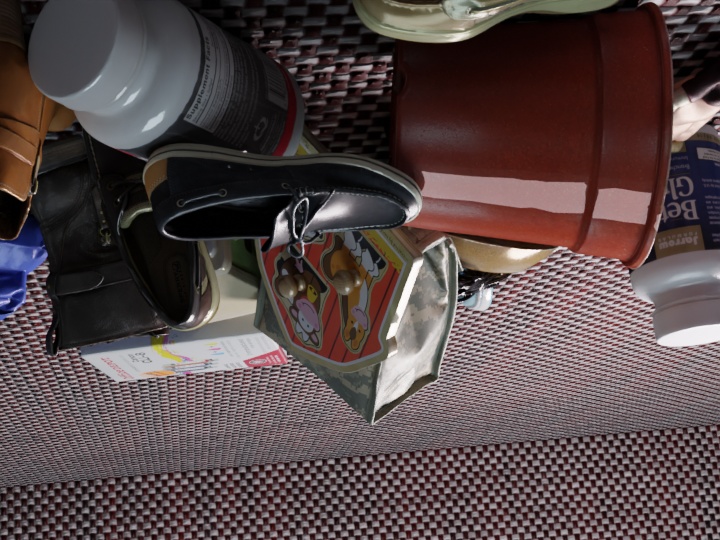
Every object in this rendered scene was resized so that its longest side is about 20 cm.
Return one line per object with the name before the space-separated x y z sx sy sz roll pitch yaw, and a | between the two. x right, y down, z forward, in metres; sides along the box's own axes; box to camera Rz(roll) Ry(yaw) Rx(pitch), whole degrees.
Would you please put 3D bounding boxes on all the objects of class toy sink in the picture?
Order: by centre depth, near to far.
toy sink | -0.155 -0.041 1.129 0.111 0.132 0.200 -13 161 19

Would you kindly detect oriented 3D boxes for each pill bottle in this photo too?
pill bottle | -0.136 -0.131 0.877 0.110 0.112 0.199 -16 161 28
pill bottle | 0.312 -0.033 1.201 0.110 0.202 0.111 -6 163 -2

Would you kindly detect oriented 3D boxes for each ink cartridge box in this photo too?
ink cartridge box | -0.188 0.027 1.308 0.198 0.146 0.145 -6 163 3

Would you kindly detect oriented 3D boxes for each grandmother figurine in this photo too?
grandmother figurine | 0.302 -0.159 1.050 0.121 0.061 0.200 -29 173 -31

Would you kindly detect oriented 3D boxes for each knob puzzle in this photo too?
knob puzzle | -0.040 0.002 1.006 0.030 0.221 0.219 -22 174 -35

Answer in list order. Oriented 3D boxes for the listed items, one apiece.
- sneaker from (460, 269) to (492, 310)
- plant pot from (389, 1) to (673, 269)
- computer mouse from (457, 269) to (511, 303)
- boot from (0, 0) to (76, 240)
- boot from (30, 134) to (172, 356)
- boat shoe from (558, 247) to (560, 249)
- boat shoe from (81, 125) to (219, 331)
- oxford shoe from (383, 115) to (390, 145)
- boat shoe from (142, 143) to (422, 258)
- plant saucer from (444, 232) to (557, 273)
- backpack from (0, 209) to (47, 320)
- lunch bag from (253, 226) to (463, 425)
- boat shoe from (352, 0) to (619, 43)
sneaker | 0.066 -0.004 1.322 0.129 0.081 0.200 1 -171 -10
plant pot | 0.119 -0.106 0.943 0.193 0.203 0.201 2 163 -1
computer mouse | 0.036 -0.005 1.205 0.198 0.053 0.138 21 -163 25
boot | -0.246 -0.095 0.874 0.073 0.156 0.200 -8 163 4
boot | -0.186 -0.031 1.016 0.198 0.176 0.069 -19 -176 -26
boat shoe | 0.193 -0.051 1.329 0.073 0.068 0.200 -2 162 -12
boat shoe | -0.160 -0.049 0.946 0.073 0.202 0.065 -25 -178 -2
oxford shoe | 0.078 -0.081 1.162 0.072 0.085 0.200 -17 162 24
boat shoe | -0.053 -0.044 0.860 0.198 0.063 0.075 4 148 -15
plant saucer | 0.095 -0.037 1.202 0.198 0.036 0.200 13 -165 -3
backpack | -0.367 -0.040 0.997 0.199 0.170 0.162 17 148 -38
lunch bag | 0.000 0.000 1.080 0.117 0.164 0.201 -30 144 -37
boat shoe | 0.091 -0.203 0.811 0.198 0.074 0.063 -14 159 -13
